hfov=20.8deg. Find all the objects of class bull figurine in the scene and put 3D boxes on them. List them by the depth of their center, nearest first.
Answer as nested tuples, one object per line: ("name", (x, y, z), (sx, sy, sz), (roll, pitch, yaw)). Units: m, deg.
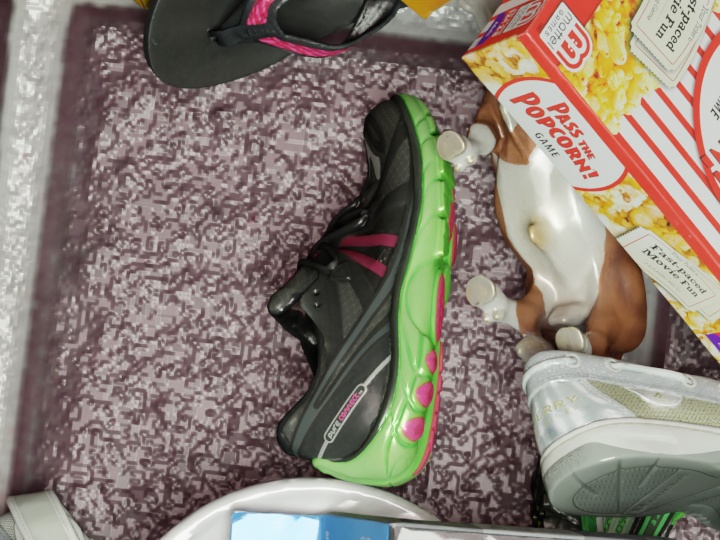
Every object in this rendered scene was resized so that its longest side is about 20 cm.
("bull figurine", (0.085, -0.046, 0.911), (0.065, 0.121, 0.202), (-17, 92, 30))

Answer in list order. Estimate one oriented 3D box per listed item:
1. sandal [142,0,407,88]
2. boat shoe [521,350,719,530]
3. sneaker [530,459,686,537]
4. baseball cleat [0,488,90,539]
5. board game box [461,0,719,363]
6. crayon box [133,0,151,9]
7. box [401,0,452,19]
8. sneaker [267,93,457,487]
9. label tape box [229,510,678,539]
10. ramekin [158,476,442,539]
("sandal", (-0.010, -0.138, 0.933), (0.198, 0.045, 0.076), (-20, 128, -3))
("boat shoe", (0.155, 0.073, 0.883), (0.200, 0.074, 0.065), (5, 55, -36))
("sneaker", (0.126, 0.186, 0.906), (0.084, 0.078, 0.202), (-2, 85, -1))
("baseball cleat", (-0.199, 0.134, 0.924), (0.199, 0.070, 0.107), (33, 80, -7))
("board game box", (0.153, -0.077, 0.877), (0.200, 0.046, 0.152), (47, 57, -20))
("crayon box", (-0.120, -0.221, 0.952), (0.199, 0.052, 0.126), (38, 87, 3))
("box", (0.058, -0.224, 0.893), (0.118, 0.041, 0.202), (-28, 49, 32))
("sneaker", (0.000, 0.000, 0.895), (0.083, 0.077, 0.202), (3, 57, 7))
("label tape box", (0.040, 0.179, 0.819), (0.198, 0.066, 0.145), (4, 86, -4))
("ramekin", (-0.023, 0.195, 0.895), (0.200, 0.094, 0.205), (0, 86, -3))
